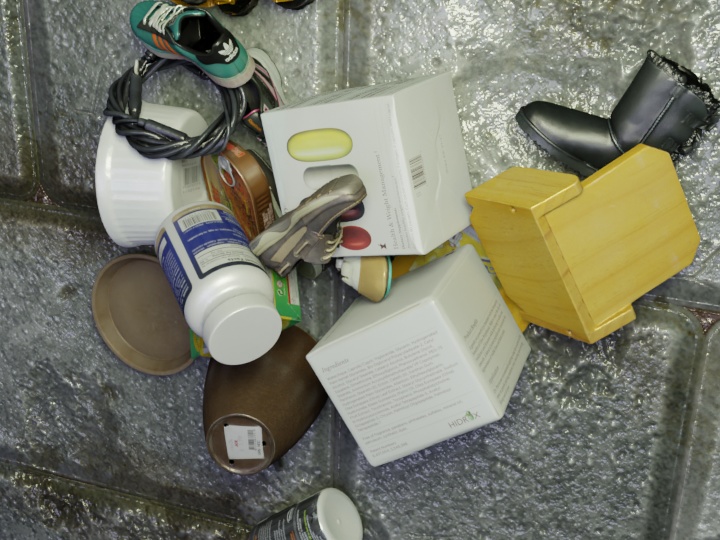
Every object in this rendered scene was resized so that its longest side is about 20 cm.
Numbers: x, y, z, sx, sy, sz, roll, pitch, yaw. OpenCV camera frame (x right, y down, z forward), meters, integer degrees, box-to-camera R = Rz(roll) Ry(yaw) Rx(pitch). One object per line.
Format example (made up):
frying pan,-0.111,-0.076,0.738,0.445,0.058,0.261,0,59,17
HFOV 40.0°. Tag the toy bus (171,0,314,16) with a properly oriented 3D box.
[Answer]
toy bus,-0.145,-0.420,1.217,0.199,0.136,0.194,-1,96,24

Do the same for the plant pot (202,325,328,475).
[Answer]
plant pot,-0.145,0.192,1.383,0.185,0.200,0.188,2,111,5

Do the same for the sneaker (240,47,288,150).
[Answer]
sneaker,-0.123,-0.194,1.311,0.080,0.086,0.201,-34,95,29

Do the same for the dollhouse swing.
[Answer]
dollhouse swing,0.268,-0.051,1.190,0.181,0.176,0.201,21,146,58

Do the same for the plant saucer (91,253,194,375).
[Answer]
plant saucer,-0.323,0.066,1.523,0.199,0.029,0.202,7,112,19

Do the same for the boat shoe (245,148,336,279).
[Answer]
boat shoe,-0.102,-0.086,1.363,0.202,0.060,0.072,56,153,-3

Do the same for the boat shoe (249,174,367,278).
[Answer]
boat shoe,-0.051,-0.049,1.171,0.073,0.074,0.200,52,139,-8

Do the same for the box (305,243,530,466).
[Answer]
box,0.078,0.104,1.251,0.199,0.199,0.172,-25,100,27

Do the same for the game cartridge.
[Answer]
game cartridge,0.146,0.009,1.316,0.199,0.032,0.177,36,118,7

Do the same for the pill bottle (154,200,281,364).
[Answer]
pill bottle,-0.176,0.015,1.231,0.116,0.115,0.200,-60,42,28

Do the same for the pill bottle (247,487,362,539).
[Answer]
pill bottle,-0.101,0.420,1.529,0.199,0.106,0.107,-32,96,28

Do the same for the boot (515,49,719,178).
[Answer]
boot,0.304,-0.183,1.157,0.198,0.073,0.163,34,121,-2

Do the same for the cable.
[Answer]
cable,-0.232,-0.212,1.239,0.200,0.163,0.051,47,166,28

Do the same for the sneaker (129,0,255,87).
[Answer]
sneaker,-0.216,-0.297,1.211,0.199,0.080,0.072,30,76,26

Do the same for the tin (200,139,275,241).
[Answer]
tin,-0.163,-0.089,1.347,0.112,0.042,0.201,31,146,29

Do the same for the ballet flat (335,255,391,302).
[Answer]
ballet flat,0.000,0.000,1.274,0.063,0.200,0.069,5,96,-5

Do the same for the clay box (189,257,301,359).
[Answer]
clay box,-0.162,0.043,1.334,0.199,0.047,0.116,-27,62,42

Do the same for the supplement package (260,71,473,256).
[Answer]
supplement package,0.012,-0.127,1.225,0.199,0.147,0.193,-2,108,36

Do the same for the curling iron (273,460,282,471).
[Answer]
curling iron,-0.145,0.220,1.513,0.049,0.026,0.201,-2,109,19

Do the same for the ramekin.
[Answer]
ramekin,-0.268,-0.128,1.335,0.097,0.201,0.202,5,112,12
